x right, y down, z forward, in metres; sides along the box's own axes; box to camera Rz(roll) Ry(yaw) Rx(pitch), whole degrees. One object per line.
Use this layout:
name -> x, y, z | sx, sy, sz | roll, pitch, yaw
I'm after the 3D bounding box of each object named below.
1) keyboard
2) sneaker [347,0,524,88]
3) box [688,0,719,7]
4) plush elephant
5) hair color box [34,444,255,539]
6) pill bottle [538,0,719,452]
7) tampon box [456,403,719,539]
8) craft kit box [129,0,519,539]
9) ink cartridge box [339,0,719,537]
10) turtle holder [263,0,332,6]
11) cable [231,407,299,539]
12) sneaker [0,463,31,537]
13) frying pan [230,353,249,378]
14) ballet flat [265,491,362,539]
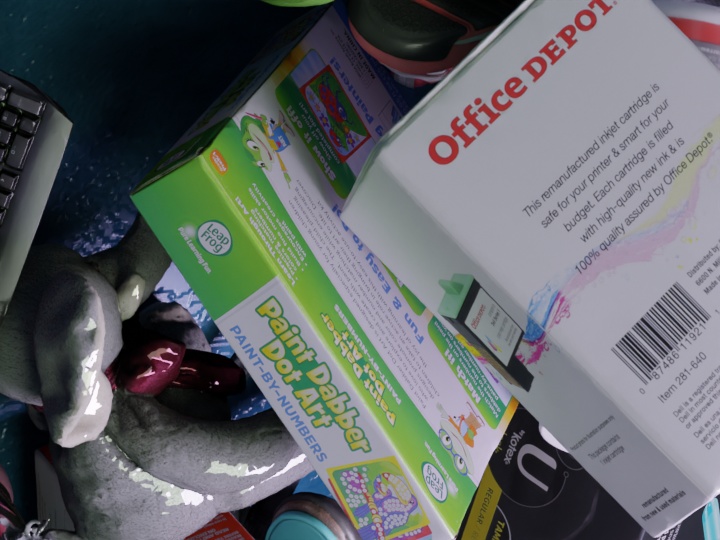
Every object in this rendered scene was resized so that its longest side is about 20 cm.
keyboard -> -0.210, -0.003, 1.079 | 0.126, 0.021, 0.201 | 21, 103, -3
sneaker -> 0.037, -0.113, 1.170 | 0.087, 0.073, 0.200 | -63, 174, 26
box -> 0.259, -0.185, 1.285 | 0.199, 0.171, 0.200 | -46, 140, -1
plush elephant -> -0.113, 0.039, 1.151 | 0.200, 0.164, 0.156 | -35, 128, -29
hair color box -> -0.080, 0.171, 1.213 | 0.064, 0.200, 0.112 | -19, 132, -27
pill bottle -> 0.139, -0.016, 1.206 | 0.116, 0.115, 0.201 | 28, 62, -49
tampon box -> 0.154, 0.110, 1.432 | 0.199, 0.126, 0.151 | -18, 133, -49
craft kit box -> 0.000, 0.000, 1.147 | 0.048, 0.198, 0.201 | -28, 103, 25
ink cartridge box -> 0.112, -0.012, 1.091 | 0.145, 0.200, 0.084 | -43, 176, -22
turtle holder -> -0.033, -0.204, 1.042 | 0.131, 0.141, 0.186 | 12, 118, -41
cable -> -0.017, 0.139, 1.384 | 0.163, 0.051, 0.201 | -42, 147, -24
sneaker -> -0.218, 0.107, 1.169 | 0.079, 0.095, 0.200 | -52, 138, 10
frying pan -> -0.104, 0.081, 1.293 | 0.114, 0.031, 0.191 | 2, 117, -44
ballet flat -> -0.014, 0.166, 1.329 | 0.068, 0.068, 0.201 | -41, 154, -34
